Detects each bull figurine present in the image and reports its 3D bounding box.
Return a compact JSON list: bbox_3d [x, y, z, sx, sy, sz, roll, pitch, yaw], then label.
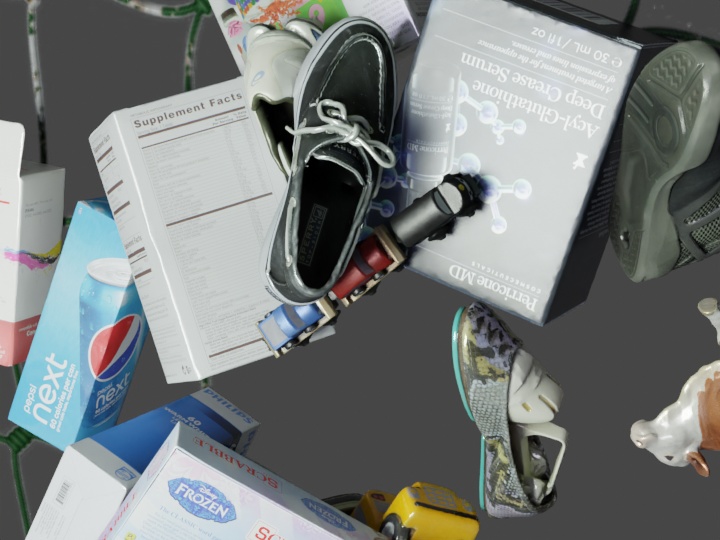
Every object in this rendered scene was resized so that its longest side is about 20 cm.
[{"bbox_3d":[0.278,0.081,1.067,0.200,0.065,0.122,-2,131,18],"label":"bull figurine"}]

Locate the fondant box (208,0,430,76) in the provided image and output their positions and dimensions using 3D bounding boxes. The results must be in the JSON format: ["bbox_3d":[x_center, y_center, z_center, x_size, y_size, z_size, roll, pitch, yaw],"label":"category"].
[{"bbox_3d":[-0.043,-0.231,1.177,0.144,0.058,0.200,-25,87,27],"label":"fondant box"}]

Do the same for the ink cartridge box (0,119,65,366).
[{"bbox_3d":[-0.310,-0.034,1.328,0.116,0.067,0.200,13,105,22],"label":"ink cartridge box"}]

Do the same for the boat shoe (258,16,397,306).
[{"bbox_3d":[-0.016,-0.076,1.041,0.074,0.068,0.200,24,77,-15],"label":"boat shoe"}]

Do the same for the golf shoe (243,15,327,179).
[{"bbox_3d":[-0.032,-0.078,1.139,0.078,0.097,0.200,-14,127,25],"label":"golf shoe"}]

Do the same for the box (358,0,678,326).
[{"bbox_3d":[0.107,-0.086,1.105,0.148,0.107,0.200,23,108,20],"label":"box"}]

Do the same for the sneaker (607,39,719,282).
[{"bbox_3d":[0.229,-0.077,1.029,0.200,0.114,0.076,89,161,-50],"label":"sneaker"}]

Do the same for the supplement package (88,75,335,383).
[{"bbox_3d":[-0.112,-0.028,1.191,0.110,0.114,0.200,-16,91,70],"label":"supplement package"}]

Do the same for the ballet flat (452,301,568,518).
[{"bbox_3d":[0.111,0.100,1.124,0.072,0.072,0.200,9,135,23],"label":"ballet flat"}]

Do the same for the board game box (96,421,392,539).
[{"bbox_3d":[-0.094,0.234,1.120,0.200,0.041,0.200,32,107,-15],"label":"board game box"}]

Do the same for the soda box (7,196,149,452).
[{"bbox_3d":[-0.214,0.043,1.298,0.068,0.064,0.200,27,109,19],"label":"soda box"}]

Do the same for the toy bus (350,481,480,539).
[{"bbox_3d":[0.010,0.236,1.203,0.065,0.078,0.200,18,117,-26],"label":"toy bus"}]

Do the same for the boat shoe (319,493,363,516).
[{"bbox_3d":[-0.079,0.217,1.261,0.201,0.066,0.072,-28,127,12],"label":"boat shoe"}]

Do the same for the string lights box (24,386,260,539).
[{"bbox_3d":[-0.163,0.163,1.218,0.059,0.200,0.103,33,111,17],"label":"string lights box"}]

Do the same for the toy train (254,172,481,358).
[{"bbox_3d":[0.000,0.000,1.084,0.200,0.046,0.034,-38,83,27],"label":"toy train"}]
